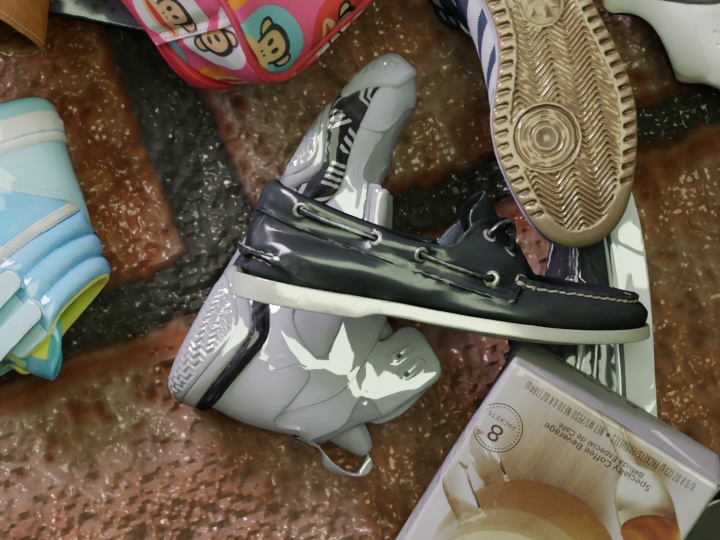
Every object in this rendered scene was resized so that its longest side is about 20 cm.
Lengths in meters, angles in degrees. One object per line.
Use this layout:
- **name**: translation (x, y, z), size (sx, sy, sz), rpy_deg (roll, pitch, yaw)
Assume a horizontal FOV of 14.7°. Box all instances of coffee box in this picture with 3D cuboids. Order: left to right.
- **coffee box**: translation (0.070, 0.148, 1.316), size (0.114, 0.080, 0.200), rpy_deg (31, 100, 1)

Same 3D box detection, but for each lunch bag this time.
- **lunch bag**: translation (-0.058, -0.205, 1.328), size (0.176, 0.082, 0.200), rpy_deg (-47, 114, -29)

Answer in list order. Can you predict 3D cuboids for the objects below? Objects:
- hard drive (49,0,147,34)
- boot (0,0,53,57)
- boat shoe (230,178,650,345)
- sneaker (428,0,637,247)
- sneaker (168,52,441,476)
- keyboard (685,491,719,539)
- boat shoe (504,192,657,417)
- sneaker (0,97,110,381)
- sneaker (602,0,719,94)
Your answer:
- **hard drive**: translation (-0.111, -0.216, 1.401), size (0.135, 0.042, 0.201), rpy_deg (11, 81, -4)
- **boot**: translation (-0.214, -0.195, 1.300), size (0.200, 0.077, 0.156), rpy_deg (24, 68, -39)
- **boat shoe**: translation (0.042, -0.006, 1.300), size (0.199, 0.075, 0.066), rpy_deg (8, 93, -4)
- **sneaker**: translation (0.082, -0.105, 1.371), size (0.070, 0.109, 0.201), rpy_deg (-15, 85, -6)
- **sneaker**: translation (0.000, 0.000, 1.367), size (0.115, 0.075, 0.200), rpy_deg (31, 84, -2)
- **keyboard**: translation (0.221, 0.191, 1.376), size (0.104, 0.040, 0.200), rpy_deg (-25, 98, 0)
- **boat shoe**: translation (0.104, 0.033, 1.376), size (0.068, 0.072, 0.201), rpy_deg (-4, 89, -8)
- **sneaker**: translation (-0.212, 0.012, 1.339), size (0.200, 0.080, 0.131), rpy_deg (-26, 84, -8)
- **sneaker**: translation (0.207, -0.113, 1.415), size (0.200, 0.074, 0.080), rpy_deg (41, 120, -8)
